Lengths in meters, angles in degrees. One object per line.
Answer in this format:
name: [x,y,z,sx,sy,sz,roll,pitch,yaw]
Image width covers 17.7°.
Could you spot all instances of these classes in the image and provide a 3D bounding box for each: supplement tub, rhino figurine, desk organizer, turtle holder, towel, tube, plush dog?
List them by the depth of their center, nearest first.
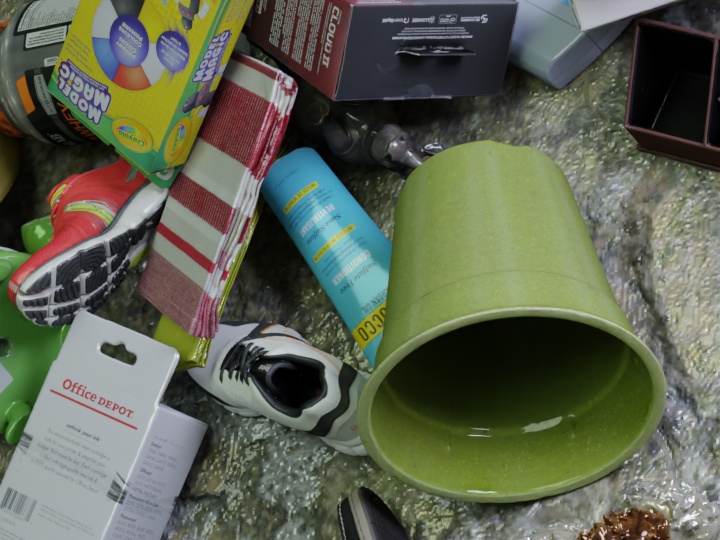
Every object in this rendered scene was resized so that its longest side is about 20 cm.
plush dog: [0.128,0.213,1.421,0.200,0.172,0.161,-26,57,18]
desk organizer: [0.266,-0.106,1.545,0.200,0.077,0.072,18,78,37]
tube: [0.000,0.000,1.677,0.077,0.050,0.200,-43,67,16]
towel: [-0.106,-0.059,1.694,0.144,0.023,0.201,33,104,64]
rhino figurine: [-0.007,-0.112,1.712,0.200,0.087,0.060,35,86,39]
towel: [-0.108,-0.012,1.742,0.086,0.018,0.200,-17,48,56]
turtle holder: [-0.294,0.034,1.792,0.132,0.141,0.186,13,85,53]
supplement tub: [-0.198,-0.165,1.836,0.200,0.122,0.123,-8,64,30]

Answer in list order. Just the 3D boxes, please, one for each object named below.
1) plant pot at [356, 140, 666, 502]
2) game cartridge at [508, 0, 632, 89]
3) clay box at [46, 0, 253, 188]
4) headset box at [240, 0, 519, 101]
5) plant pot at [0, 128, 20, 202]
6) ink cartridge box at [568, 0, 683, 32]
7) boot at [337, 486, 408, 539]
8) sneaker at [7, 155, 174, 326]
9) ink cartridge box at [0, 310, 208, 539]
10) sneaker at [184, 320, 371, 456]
plant pot: [0.091,0.021,1.546,0.200,0.200,0.190,-25,44,20]
game cartridge: [0.163,-0.237,1.700,0.133,0.040,0.200,33,88,34]
clay box: [-0.157,-0.163,1.704,0.115,0.048,0.200,39,122,21]
headset box: [0.006,-0.187,1.677,0.200,0.148,0.077,39,126,48]
plant pot: [-0.386,-0.120,1.873,0.195,0.195,0.200,-17,16,25]
ink cartridge box: [0.233,-0.209,1.542,0.199,0.174,0.044,-18,94,13]
boot: [-0.023,0.259,1.561,0.150,0.073,0.200,-27,62,19]
sneaker: [-0.210,-0.029,1.761,0.085,0.077,0.200,29,43,17]
ink cartridge box: [-0.192,0.143,1.711,0.116,0.067,0.200,20,85,37]
sneaker: [-0.063,0.071,1.663,0.200,0.080,0.074,15,79,43]
